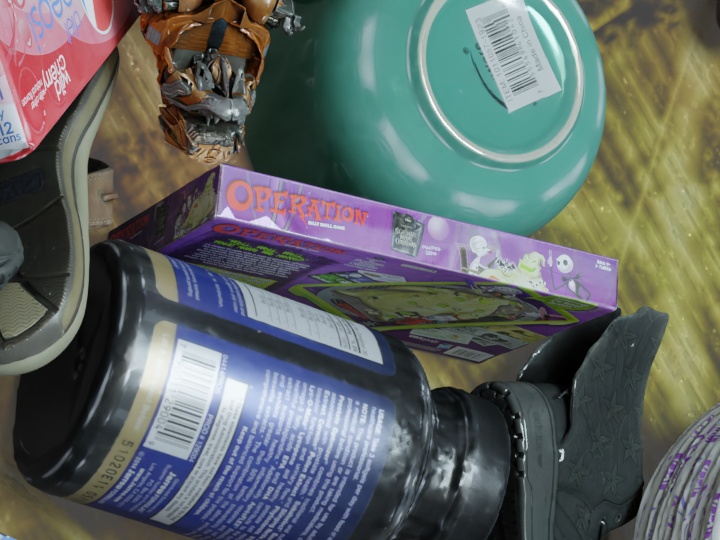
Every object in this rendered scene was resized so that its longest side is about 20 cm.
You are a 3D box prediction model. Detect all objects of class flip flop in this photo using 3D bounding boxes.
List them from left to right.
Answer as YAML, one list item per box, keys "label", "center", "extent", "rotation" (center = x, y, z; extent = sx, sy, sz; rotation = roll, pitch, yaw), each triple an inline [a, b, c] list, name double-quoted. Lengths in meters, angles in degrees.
- label: "flip flop"
  center: [-0.133, -0.025, 1.127]
  extent: [0.201, 0.081, 0.058]
  rotation: [-94, 161, -46]

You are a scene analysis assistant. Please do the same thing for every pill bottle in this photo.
- label: "pill bottle"
  center: [-0.040, 0.068, 1.163]
  extent: [0.199, 0.112, 0.112]
  rotation: [20, 71, -24]

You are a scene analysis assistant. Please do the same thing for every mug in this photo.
- label: "mug"
  center: [0.023, -0.086, 1.225]
  extent: [0.184, 0.114, 0.153]
  rotation: [23, 71, -24]

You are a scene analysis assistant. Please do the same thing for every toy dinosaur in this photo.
- label: "toy dinosaur"
  center: [-0.070, -0.148, 1.137]
  extent: [0.102, 0.136, 0.201]
  rotation: [-14, 65, -32]

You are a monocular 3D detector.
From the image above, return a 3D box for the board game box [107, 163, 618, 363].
- label: "board game box"
  center: [0.000, 0.000, 1.193]
  extent: [0.199, 0.120, 0.032]
  rotation: [13, 75, -27]

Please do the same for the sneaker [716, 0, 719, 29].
- label: "sneaker"
  center: [0.207, -0.207, 1.388]
  extent: [0.075, 0.070, 0.201]
  rotation: [25, 65, -2]

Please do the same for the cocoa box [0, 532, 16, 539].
- label: "cocoa box"
  center: [-0.151, 0.206, 1.022]
  extent: [0.131, 0.133, 0.201]
  rotation: [21, 78, 17]

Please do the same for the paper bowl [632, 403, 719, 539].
- label: "paper bowl"
  center: [0.210, 0.155, 1.282]
  extent: [0.200, 0.104, 0.202]
  rotation: [5, 81, -33]

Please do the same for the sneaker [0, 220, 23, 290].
- label: "sneaker"
  center: [-0.218, -0.007, 0.988]
  extent: [0.199, 0.076, 0.091]
  rotation: [-9, 75, -34]

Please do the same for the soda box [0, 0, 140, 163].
- label: "soda box"
  center: [-0.146, -0.103, 1.091]
  extent: [0.200, 0.063, 0.070]
  rotation: [-70, 146, -67]

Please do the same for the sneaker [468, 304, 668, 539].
- label: "sneaker"
  center: [0.094, 0.116, 1.253]
  extent: [0.104, 0.060, 0.201]
  rotation: [-1, 94, -45]
